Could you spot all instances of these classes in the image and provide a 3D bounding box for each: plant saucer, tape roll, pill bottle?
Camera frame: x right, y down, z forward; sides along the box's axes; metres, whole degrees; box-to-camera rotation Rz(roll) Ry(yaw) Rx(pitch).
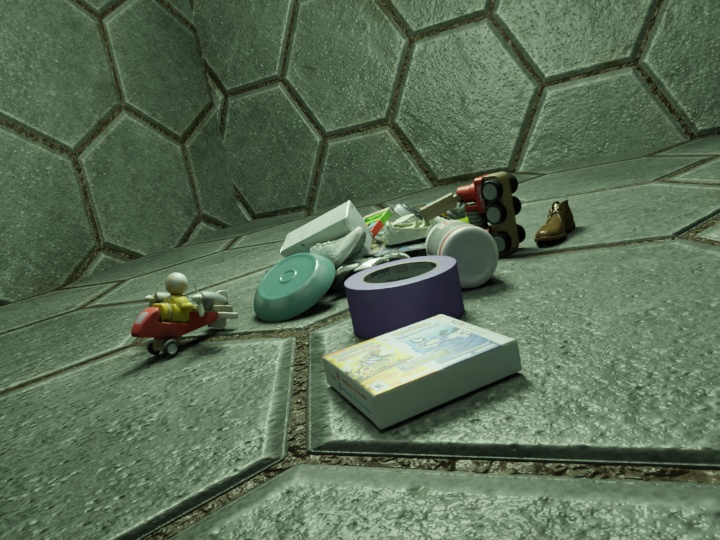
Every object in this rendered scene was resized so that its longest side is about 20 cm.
[{"bbox_3d":[-0.149,0.023,1.241,0.196,0.036,0.202,-19,34,13],"label":"plant saucer"},{"bbox_3d":[0.074,0.042,0.998,0.195,0.087,0.200,-11,12,2],"label":"tape roll"},{"bbox_3d":[0.196,-0.041,1.178,0.113,0.119,0.200,-13,12,-3],"label":"pill bottle"}]

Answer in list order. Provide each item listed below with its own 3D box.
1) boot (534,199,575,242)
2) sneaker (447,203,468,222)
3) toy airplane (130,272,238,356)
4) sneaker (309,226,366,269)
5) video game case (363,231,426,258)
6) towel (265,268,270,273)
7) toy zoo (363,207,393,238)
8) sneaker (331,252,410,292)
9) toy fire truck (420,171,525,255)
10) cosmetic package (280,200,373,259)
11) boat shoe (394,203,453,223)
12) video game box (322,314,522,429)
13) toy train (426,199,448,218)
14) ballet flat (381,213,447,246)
[{"bbox_3d":[0.452,-0.115,1.369,0.072,0.077,0.199,-2,16,35],"label":"boot"},{"bbox_3d":[0.252,-0.167,1.814,0.195,0.083,0.074,-14,11,-9],"label":"sneaker"},{"bbox_3d":[-0.343,0.071,1.164,0.195,0.145,0.199,-13,11,-3],"label":"toy airplane"},{"bbox_3d":[-0.070,-0.035,1.322,0.199,0.088,0.074,-41,-8,18],"label":"sneaker"},{"bbox_3d":[0.090,-0.067,1.484,0.176,0.026,0.201,-9,19,-1],"label":"video game case"},{"bbox_3d":[-0.150,-0.005,1.563,0.110,0.050,0.198,-2,15,43],"label":"towel"},{"bbox_3d":[-0.007,-0.076,1.493,0.201,0.020,0.130,-52,19,-25],"label":"toy zoo"},{"bbox_3d":[0.032,0.005,1.266,0.195,0.068,0.090,-13,9,-12],"label":"sneaker"},{"bbox_3d":[0.257,-0.121,1.347,0.197,0.181,0.127,-2,16,44],"label":"toy fire truck"},{"bbox_3d":[-0.079,-0.066,1.395,0.197,0.113,0.082,-26,29,27],"label":"cosmetic package"},{"bbox_3d":[0.185,-0.138,1.523,0.196,0.069,0.072,25,15,-6],"label":"boat shoe"},{"bbox_3d":[0.071,0.117,0.740,0.196,0.048,0.181,-17,10,-21],"label":"video game box"},{"bbox_3d":[0.235,-0.150,1.662,0.083,0.119,0.200,-7,13,23],"label":"toy train"},{"bbox_3d":[0.147,-0.109,1.444,0.195,0.074,0.072,-13,11,-14],"label":"ballet flat"}]
